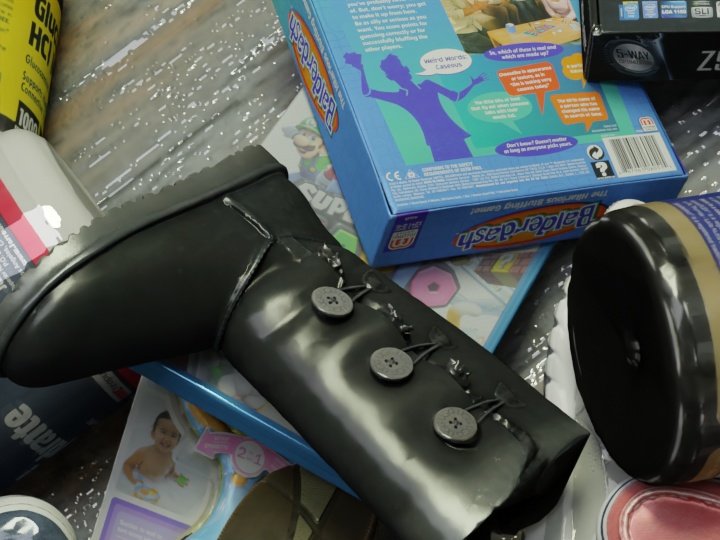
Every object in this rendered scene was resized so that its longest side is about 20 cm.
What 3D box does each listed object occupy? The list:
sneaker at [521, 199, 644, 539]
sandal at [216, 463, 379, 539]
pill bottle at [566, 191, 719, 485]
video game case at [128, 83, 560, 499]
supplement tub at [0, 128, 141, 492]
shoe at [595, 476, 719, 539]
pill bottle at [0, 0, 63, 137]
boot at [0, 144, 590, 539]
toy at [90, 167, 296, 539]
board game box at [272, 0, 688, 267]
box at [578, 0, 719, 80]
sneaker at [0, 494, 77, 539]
[{"bbox_3d":[0.119,0.068,0.819,0.082,0.075,0.201,8,76,8],"label":"sneaker"},{"bbox_3d":[-0.059,0.164,0.771,0.081,0.055,0.200,21,53,22],"label":"sandal"},{"bbox_3d":[0.194,0.017,0.754,0.199,0.112,0.112,-9,60,-15],"label":"pill bottle"},{"bbox_3d":[0.000,0.000,0.846,0.143,0.018,0.200,28,54,6],"label":"video game case"},{"bbox_3d":[-0.199,0.040,0.887,0.200,0.140,0.141,-36,59,-3],"label":"supplement tub"},{"bbox_3d":[0.176,0.129,0.701,0.200,0.091,0.072,30,81,21],"label":"shoe"},{"bbox_3d":[-0.217,-0.133,0.996,0.112,0.112,0.201,-3,65,17],"label":"pill bottle"},{"bbox_3d":[-0.029,0.052,0.750,0.165,0.066,0.200,-35,70,-31],"label":"boot"},{"bbox_3d":[-0.040,0.061,0.846,0.047,0.115,0.201,-17,52,61],"label":"toy"},{"bbox_3d":[0.048,-0.103,0.891,0.151,0.045,0.201,-8,59,-20],"label":"board game box"},{"bbox_3d":[0.201,-0.169,0.881,0.199,0.044,0.161,0,65,2],"label":"box"},{"bbox_3d":[-0.168,0.193,0.717,0.203,0.077,0.146,-54,21,2],"label":"sneaker"}]
